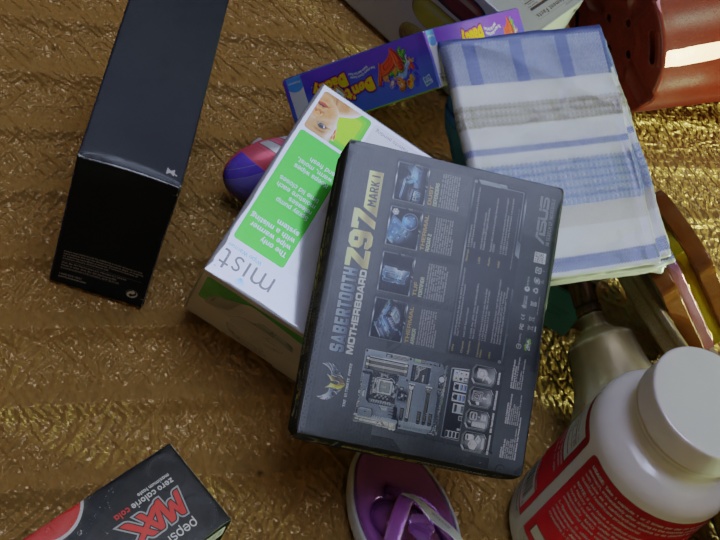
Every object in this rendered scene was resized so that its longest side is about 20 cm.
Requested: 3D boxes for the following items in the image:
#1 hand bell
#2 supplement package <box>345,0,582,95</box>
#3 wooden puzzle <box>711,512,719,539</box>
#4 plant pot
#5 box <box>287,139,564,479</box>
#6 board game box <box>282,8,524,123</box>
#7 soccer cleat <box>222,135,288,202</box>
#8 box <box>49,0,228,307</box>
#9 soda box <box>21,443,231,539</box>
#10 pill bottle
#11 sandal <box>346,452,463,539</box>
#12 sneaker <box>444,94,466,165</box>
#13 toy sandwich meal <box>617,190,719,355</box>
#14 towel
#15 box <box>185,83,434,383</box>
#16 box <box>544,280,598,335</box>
[{"bbox_3d":[0.177,0.026,1.060,0.103,0.104,0.203,-7,69,-29],"label":"hand bell"},{"bbox_3d":[0.089,-0.262,1.256,0.200,0.114,0.109,43,47,11],"label":"supplement package"},{"bbox_3d":[0.286,0.185,0.964,0.046,0.201,0.187,-15,59,-3],"label":"wooden puzzle"},{"bbox_3d":[0.324,-0.246,1.319,0.193,0.202,0.202,-15,62,-24],"label":"plant pot"},{"bbox_3d":[0.045,0.027,0.903,0.155,0.051,0.203,11,78,-9],"label":"box"},{"bbox_3d":[0.043,-0.169,1.111,0.199,0.133,0.045,-29,103,-58],"label":"board game box"},{"bbox_3d":[-0.013,-0.062,1.083,0.197,0.067,0.077,7,36,-27],"label":"soccer cleat"},{"bbox_3d":[-0.163,-0.100,0.993,0.078,0.142,0.202,18,48,-12],"label":"box"},{"bbox_3d":[-0.176,0.192,0.814,0.071,0.064,0.199,46,49,14],"label":"soda box"},{"bbox_3d":[0.192,0.143,0.935,0.111,0.201,0.114,13,50,-16],"label":"pill bottle"},{"bbox_3d":[0.046,0.203,0.920,0.081,0.050,0.205,1,54,-25],"label":"sandal"},{"bbox_3d":[0.107,-0.108,1.109,0.074,0.107,0.200,-6,19,4],"label":"sneaker"},{"bbox_3d":[0.268,0.026,1.087,0.206,0.070,0.206,52,13,-17],"label":"toy sandwich meal"},{"bbox_3d":[0.143,-0.085,0.996,0.145,0.024,0.203,-8,73,-17],"label":"towel"},{"bbox_3d":[0.000,0.000,0.988,0.199,0.097,0.178,34,65,-4],"label":"box"},{"bbox_3d":[0.177,-0.043,1.173,0.082,0.049,0.201,29,48,-3],"label":"box"}]
